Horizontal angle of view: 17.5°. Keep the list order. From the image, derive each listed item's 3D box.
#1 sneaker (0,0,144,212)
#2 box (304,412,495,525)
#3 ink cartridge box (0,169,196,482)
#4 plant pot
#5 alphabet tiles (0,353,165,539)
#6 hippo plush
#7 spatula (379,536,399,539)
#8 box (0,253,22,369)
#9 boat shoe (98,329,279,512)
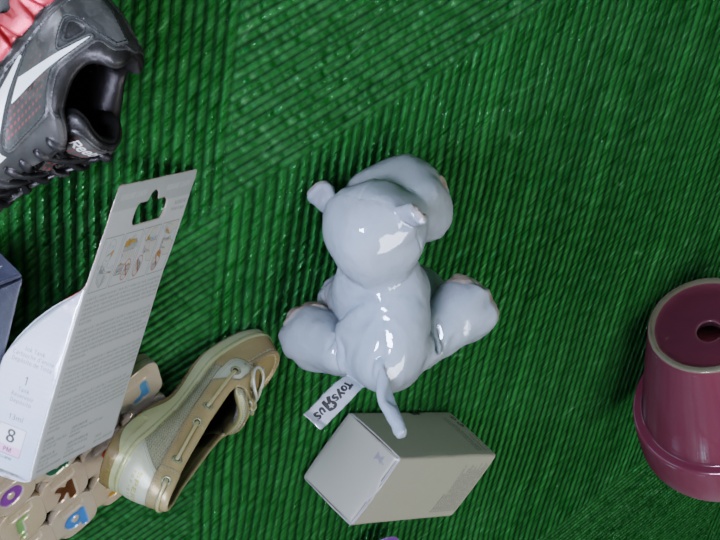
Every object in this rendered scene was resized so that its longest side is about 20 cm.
[{"bbox_3d":[-0.191,-0.077,1.324,0.201,0.098,0.071,-53,157,16],"label":"sneaker"},{"bbox_3d":[0.038,0.178,2.129,0.082,0.068,0.200,-54,155,14],"label":"box"},{"bbox_3d":[-0.179,0.027,1.534,0.162,0.057,0.201,-25,131,-75],"label":"ink cartridge box"},{"bbox_3d":[0.379,0.112,2.474,0.200,0.200,0.180,-39,139,-18],"label":"plant pot"},{"bbox_3d":[-0.223,0.144,1.706,0.200,0.015,0.196,-40,154,-18],"label":"alphabet tiles"},{"bbox_3d":[0.000,0.000,1.757,0.200,0.158,0.162,-43,129,-48],"label":"hippo plush"},{"bbox_3d":[-0.040,0.326,2.281,0.200,0.021,0.057,-44,157,-6],"label":"spatula"},{"bbox_3d":[-0.298,0.085,1.447,0.157,0.051,0.201,-26,148,-42],"label":"box"},{"bbox_3d":[-0.114,0.113,1.750,0.200,0.063,0.074,-38,151,-50],"label":"boat shoe"}]
